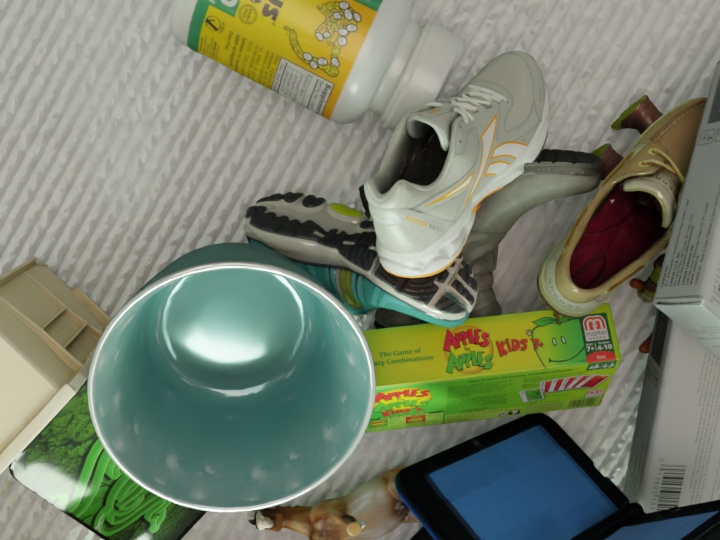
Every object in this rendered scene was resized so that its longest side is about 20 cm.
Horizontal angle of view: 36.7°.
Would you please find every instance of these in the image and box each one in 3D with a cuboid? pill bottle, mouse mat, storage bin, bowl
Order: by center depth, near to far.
[{"bbox_3d":[-0.093,0.061,0.785,0.196,0.106,0.204,-3,118,-6],"label":"bowl"},{"bbox_3d":[-0.286,0.103,0.791,0.094,0.199,0.200,43,95,-8],"label":"storage bin"},{"bbox_3d":[-0.031,-0.180,0.806,0.197,0.113,0.114,27,96,-4],"label":"pill bottle"},{"bbox_3d":[-0.159,0.131,0.867,0.200,0.008,0.161,-46,117,4],"label":"mouse mat"}]

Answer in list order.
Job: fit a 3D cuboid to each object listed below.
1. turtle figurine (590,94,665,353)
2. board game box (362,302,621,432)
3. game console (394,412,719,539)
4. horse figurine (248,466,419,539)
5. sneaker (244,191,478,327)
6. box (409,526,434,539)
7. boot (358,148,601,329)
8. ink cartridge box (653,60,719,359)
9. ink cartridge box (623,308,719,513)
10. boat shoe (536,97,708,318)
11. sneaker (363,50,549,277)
[{"bbox_3d":[0.249,-0.046,0.853,0.161,0.064,0.201,40,95,-6],"label":"turtle figurine"},{"bbox_3d":[0.093,0.078,0.843,0.196,0.102,0.048,-7,63,-1],"label":"board game box"},{"bbox_3d":[0.155,0.159,0.766,0.169,0.198,0.120,-25,82,44],"label":"game console"},{"bbox_3d":[0.015,0.189,0.859,0.197,0.132,0.051,-19,92,-12],"label":"horse figurine"},{"bbox_3d":[0.000,0.000,0.826,0.197,0.078,0.081,20,132,26],"label":"sneaker"},{"bbox_3d":[0.063,0.297,0.849,0.124,0.149,0.200,43,94,-5],"label":"box"},{"bbox_3d":[0.098,-0.019,0.849,0.196,0.068,0.133,-8,101,17],"label":"boot"},{"bbox_3d":[0.298,-0.025,0.780,0.173,0.043,0.203,34,66,-32],"label":"ink cartridge box"},{"bbox_3d":[0.310,0.114,0.858,0.170,0.044,0.204,3,111,-6],"label":"ink cartridge box"},{"bbox_3d":[0.209,-0.048,0.786,0.074,0.066,0.201,39,83,3],"label":"boat shoe"},{"bbox_3d":[0.071,-0.094,0.762,0.075,0.093,0.201,17,61,31],"label":"sneaker"}]
